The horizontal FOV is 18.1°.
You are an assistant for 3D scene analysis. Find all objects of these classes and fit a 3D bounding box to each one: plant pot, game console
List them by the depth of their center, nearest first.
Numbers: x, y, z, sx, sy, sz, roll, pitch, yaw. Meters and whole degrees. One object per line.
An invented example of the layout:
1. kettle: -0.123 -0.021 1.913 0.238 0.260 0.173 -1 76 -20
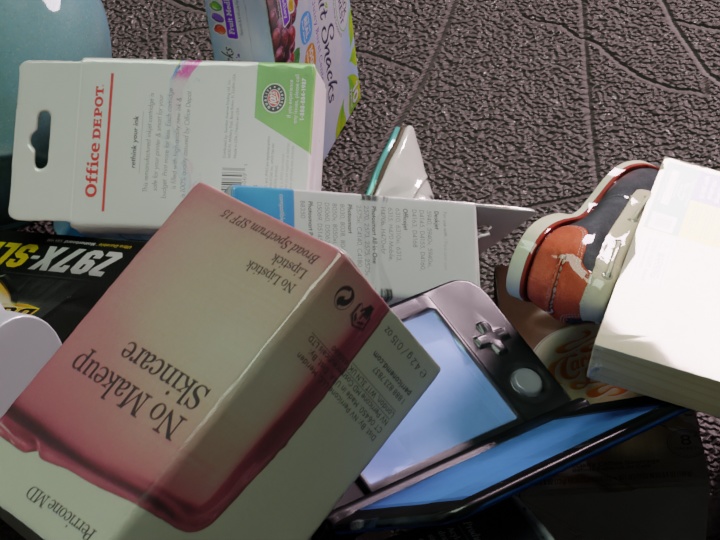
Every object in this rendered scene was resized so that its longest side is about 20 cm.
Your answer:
1. game console: 0.053 0.066 1.221 0.200 0.118 0.171 -20 62 -37
2. plant pot: -0.262 -0.107 1.579 0.200 0.200 0.135 -13 58 -8

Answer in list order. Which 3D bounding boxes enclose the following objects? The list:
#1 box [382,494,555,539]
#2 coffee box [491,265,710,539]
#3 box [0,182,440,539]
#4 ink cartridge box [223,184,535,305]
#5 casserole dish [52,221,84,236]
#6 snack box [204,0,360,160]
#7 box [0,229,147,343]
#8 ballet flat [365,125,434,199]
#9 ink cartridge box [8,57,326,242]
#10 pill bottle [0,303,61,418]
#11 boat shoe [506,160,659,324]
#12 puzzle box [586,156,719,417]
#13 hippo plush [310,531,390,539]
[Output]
1. box: 0.019 0.228 1.175 0.200 0.148 0.104 -18 41 -16
2. coffee box: 0.142 0.087 1.375 0.114 0.080 0.200 -4 41 0
3. box: -0.081 0.075 1.135 0.128 0.109 0.200 26 72 45
4. ink cartridge box: 0.000 0.000 1.407 0.200 0.116 0.067 4 74 -18
5. casserole dish: -0.115 -0.015 1.556 0.200 0.039 0.121 9 43 17
6. snack box: -0.053 -0.166 1.600 0.053 0.200 0.142 8 43 17
7. box: -0.240 0.039 1.466 0.200 0.049 0.160 5 37 34
8. ballet flat: 0.017 -0.015 1.531 0.069 0.069 0.200 11 47 18
9. ink cartridge box: -0.127 -0.078 1.506 0.200 0.067 0.117 3 82 6
10. pill bottle: -0.274 0.055 1.333 0.200 0.112 0.112 7 40 35
11. boat shoe: 0.156 -0.015 1.351 0.063 0.071 0.200 20 23 24
12. puzzle box: 0.211 0.013 1.253 0.133 0.025 0.200 17 37 10
13. hippo plush: -0.050 0.070 1.319 0.159 0.161 0.200 -28 38 21
